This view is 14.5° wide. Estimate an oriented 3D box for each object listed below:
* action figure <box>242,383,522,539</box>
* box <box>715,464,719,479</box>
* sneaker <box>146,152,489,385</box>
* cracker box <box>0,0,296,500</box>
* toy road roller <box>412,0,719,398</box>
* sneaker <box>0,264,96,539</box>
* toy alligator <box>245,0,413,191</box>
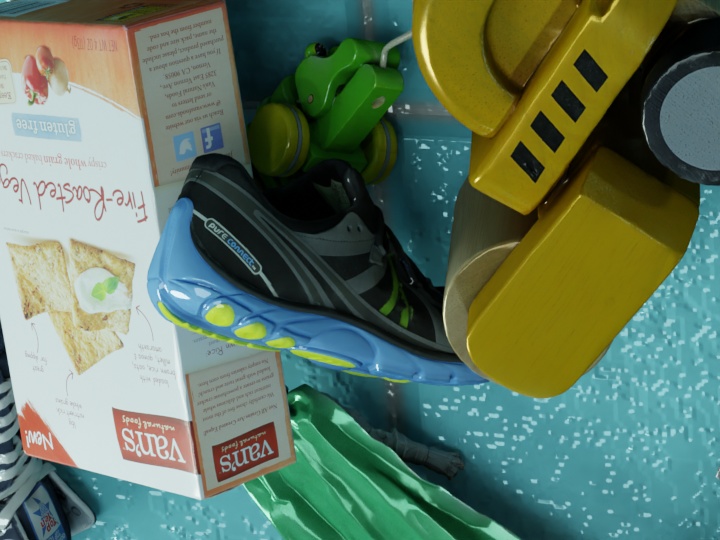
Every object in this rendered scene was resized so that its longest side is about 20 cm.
[{"bbox_3d":[0.011,0.111,1.260,0.200,0.055,0.118,43,123,-7],"label":"action figure"},{"bbox_3d":[0.265,0.055,1.141,0.199,0.049,0.162,24,118,8],"label":"box"},{"bbox_3d":[-0.001,0.000,1.150,0.071,0.199,0.083,6,82,45],"label":"sneaker"},{"bbox_3d":[-0.102,-0.013,1.194,0.134,0.057,0.201,8,112,49],"label":"cracker box"},{"bbox_3d":[0.069,-0.067,1.096,0.145,0.123,0.200,29,120,-11],"label":"toy road roller"},{"bbox_3d":[-0.165,0.075,1.299,0.108,0.070,0.201,34,129,8],"label":"sneaker"},{"bbox_3d":[-0.017,-0.067,1.189,0.200,0.059,0.054,-57,47,31],"label":"toy alligator"}]
